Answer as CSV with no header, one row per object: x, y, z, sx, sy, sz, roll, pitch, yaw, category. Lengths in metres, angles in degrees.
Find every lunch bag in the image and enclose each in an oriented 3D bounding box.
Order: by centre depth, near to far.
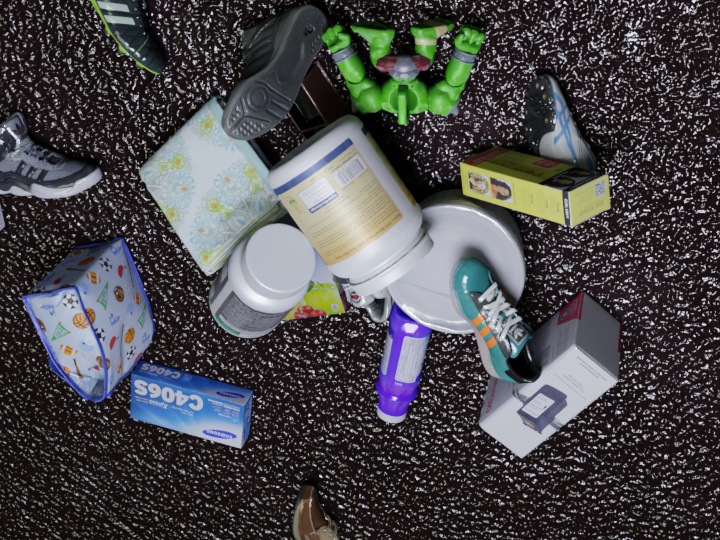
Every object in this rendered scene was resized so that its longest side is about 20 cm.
-0.409,0.079,1.748,0.123,0.170,0.201,-9,117,25,lunch bag

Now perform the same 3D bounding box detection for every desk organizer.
-0.042,-0.174,1.544,0.072,0.077,0.200,-25,109,27,desk organizer

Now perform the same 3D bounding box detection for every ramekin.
0.135,-0.020,1.569,0.201,0.094,0.203,7,120,12,ramekin

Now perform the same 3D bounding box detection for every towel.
-0.206,-0.118,1.590,0.171,0.048,0.200,-39,76,17,towel

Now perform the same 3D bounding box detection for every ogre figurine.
0.054,-0.258,1.451,0.199,0.098,0.120,-6,117,-10,ogre figurine

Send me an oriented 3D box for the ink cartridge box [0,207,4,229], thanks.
-0.628,-0.124,1.712,0.085,0.148,0.201,6,121,13,ink cartridge box

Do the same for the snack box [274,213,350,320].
-0.116,-0.028,1.657,0.168,0.068,0.201,-8,114,23,snack box

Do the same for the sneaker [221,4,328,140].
-0.127,-0.257,1.479,0.076,0.200,0.114,33,170,-30,sneaker

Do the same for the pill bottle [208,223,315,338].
-0.133,0.015,1.532,0.113,0.113,0.200,36,154,-5,pill bottle

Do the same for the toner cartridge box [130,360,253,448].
-0.280,0.221,1.865,0.199,0.043,0.095,13,123,9,toner cartridge box

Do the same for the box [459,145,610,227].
0.220,-0.110,1.442,0.200,0.075,0.050,23,131,51,box

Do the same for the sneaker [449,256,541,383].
0.185,0.067,1.490,0.080,0.071,0.200,14,139,51,sneaker

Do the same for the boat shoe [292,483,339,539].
-0.071,0.443,1.917,0.073,0.076,0.201,3,128,9,boat shoe

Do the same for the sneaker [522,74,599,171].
0.267,-0.161,1.472,0.072,0.072,0.201,5,117,61,sneaker

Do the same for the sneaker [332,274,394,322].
0.000,0.000,1.579,0.074,0.089,0.200,-13,140,27,sneaker

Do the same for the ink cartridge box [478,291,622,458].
0.269,0.148,1.592,0.084,0.145,0.200,39,123,-8,ink cartridge box

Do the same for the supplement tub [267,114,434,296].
-0.010,-0.081,1.447,0.144,0.144,0.200,-29,102,29,supplement tub

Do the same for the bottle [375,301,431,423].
0.063,0.137,1.687,0.065,0.084,0.201,12,121,2,bottle

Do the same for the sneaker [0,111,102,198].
-0.487,-0.173,1.682,0.199,0.076,0.114,3,122,18,sneaker

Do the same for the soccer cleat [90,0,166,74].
-0.318,-0.360,1.533,0.081,0.068,0.200,-30,107,16,soccer cleat
